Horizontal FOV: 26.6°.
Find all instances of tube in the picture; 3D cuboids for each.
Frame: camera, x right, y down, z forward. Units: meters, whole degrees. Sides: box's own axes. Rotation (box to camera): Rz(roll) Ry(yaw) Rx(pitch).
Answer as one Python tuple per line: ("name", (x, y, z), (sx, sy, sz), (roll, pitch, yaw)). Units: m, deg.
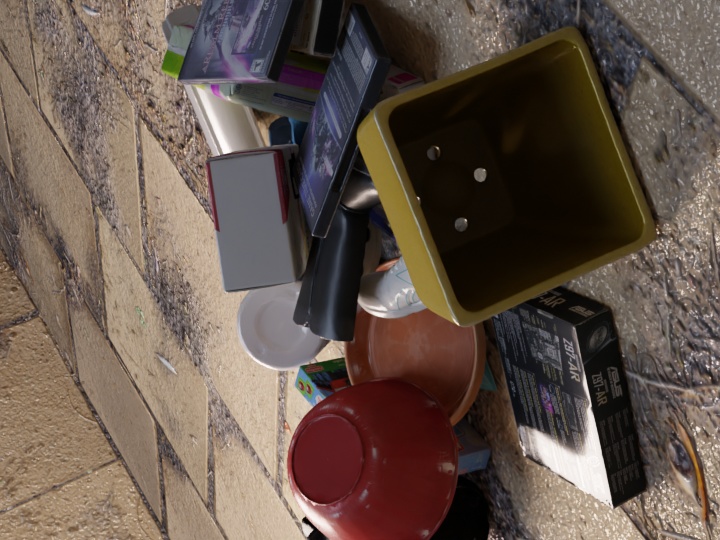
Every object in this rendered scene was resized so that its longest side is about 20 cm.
("tube", (0.071, 0.095, 1.740), (0.199, 0.050, 0.078), (1, 120, 45))

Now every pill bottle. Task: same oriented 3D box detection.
("pill bottle", (-0.083, 0.055, 1.911), (0.200, 0.113, 0.114), (-38, -75, -81))

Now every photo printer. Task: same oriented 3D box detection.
("photo printer", (-0.182, -0.219, 1.955), (0.167, 0.069, 0.201), (-118, 6, -50))

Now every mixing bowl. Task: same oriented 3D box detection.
("mixing bowl", (-0.006, 0.208, 1.638), (0.199, 0.108, 0.202), (-10, 73, 35))

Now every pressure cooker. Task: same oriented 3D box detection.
("pressure cooker", (0.034, 0.298, 1.855), (0.200, 0.175, 0.180), (26, 96, 45))

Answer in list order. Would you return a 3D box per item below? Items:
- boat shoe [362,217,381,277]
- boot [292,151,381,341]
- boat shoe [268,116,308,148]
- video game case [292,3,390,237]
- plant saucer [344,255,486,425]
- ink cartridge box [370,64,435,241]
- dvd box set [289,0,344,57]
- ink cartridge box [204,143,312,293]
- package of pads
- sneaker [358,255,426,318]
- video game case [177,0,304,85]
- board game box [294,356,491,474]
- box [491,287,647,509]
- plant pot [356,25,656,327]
("boat shoe", (-0.021, -0.055, 1.753), (0.060, 0.072, 0.203), (104, 157, -55))
("boot", (-0.010, -0.021, 1.596), (0.165, 0.065, 0.201), (-145, 68, -69))
("boat shoe", (-0.067, -0.093, 1.873), (0.068, 0.084, 0.202), (4, 103, 45))
("video game case", (-0.022, -0.155, 1.558), (0.143, 0.019, 0.201), (-109, 35, -57))
("plant saucer", (0.062, 0.084, 1.695), (0.199, 0.032, 0.202), (0, 90, 43))
("ink cartridge box", (0.038, -0.123, 1.634), (0.119, 0.042, 0.201), (35, 140, 52))
("dvd box set", (-0.070, -0.309, 1.628), (0.200, 0.029, 0.147), (24, 105, 60))
("ink cartridge box", (-0.109, -0.064, 1.709), (0.200, 0.082, 0.147), (-58, -40, -81))
("package of pads", (-0.119, -0.226, 1.751), (0.200, 0.154, 0.069), (30, 107, 55))
("sneaker", (0.066, 0.002, 1.601), (0.199, 0.070, 0.081), (-4, 122, 45))
("video game case", (-0.122, -0.267, 1.619), (0.199, 0.019, 0.144), (9, 80, 55))
("board game box", (0.037, 0.171, 1.787), (0.200, 0.150, 0.037), (48, 134, 39))
("box", (0.199, 0.114, 1.490), (0.160, 0.043, 0.201), (25, 134, 60))
("plant pot", (0.104, -0.076, 1.334), (0.195, 0.194, 0.200), (68, 165, -5))
